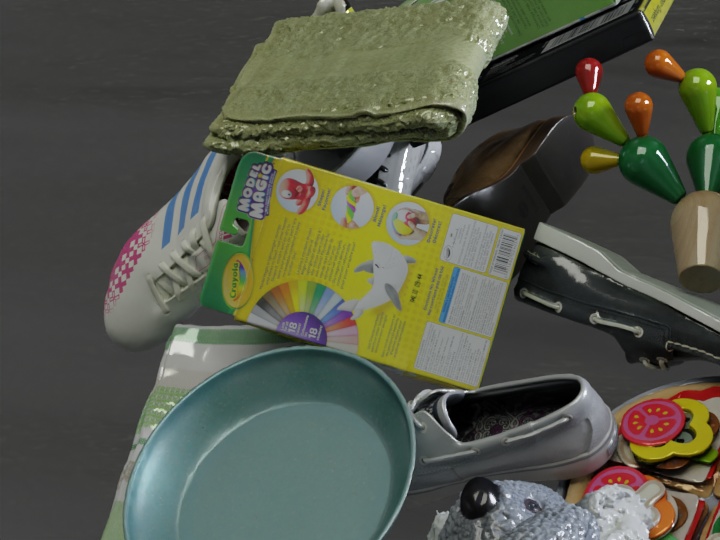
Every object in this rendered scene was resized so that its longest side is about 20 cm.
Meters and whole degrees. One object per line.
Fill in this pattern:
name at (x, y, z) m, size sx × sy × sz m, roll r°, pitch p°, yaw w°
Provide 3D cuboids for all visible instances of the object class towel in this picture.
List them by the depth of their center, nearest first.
towel at (-0.090, 0.113, 1.344) m, size 0.148 × 0.031 × 0.201 m, roll -5°, pitch 44°, yaw 23°
towel at (-0.002, -0.132, 1.373) m, size 0.199 × 0.037 × 0.149 m, roll -5°, pitch 38°, yaw 24°

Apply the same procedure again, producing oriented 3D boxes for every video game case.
video game case at (0.140, -0.167, 1.471) m, size 0.199 × 0.026 × 0.181 m, roll -24°, pitch 15°, yaw 26°

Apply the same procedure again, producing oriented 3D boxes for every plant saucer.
plant saucer at (-0.053, 0.139, 1.257) m, size 0.199 × 0.036 × 0.201 m, roll -13°, pitch 49°, yaw 15°

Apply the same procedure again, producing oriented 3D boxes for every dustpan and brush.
dustpan and brush at (-0.002, -0.103, 1.418) m, size 0.199 × 0.057 × 0.140 m, roll 13°, pitch 74°, yaw 42°

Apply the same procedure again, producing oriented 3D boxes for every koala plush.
koala plush at (0.082, 0.195, 1.148) m, size 0.176 × 0.185 × 0.200 m, roll -17°, pitch 21°, yaw 20°

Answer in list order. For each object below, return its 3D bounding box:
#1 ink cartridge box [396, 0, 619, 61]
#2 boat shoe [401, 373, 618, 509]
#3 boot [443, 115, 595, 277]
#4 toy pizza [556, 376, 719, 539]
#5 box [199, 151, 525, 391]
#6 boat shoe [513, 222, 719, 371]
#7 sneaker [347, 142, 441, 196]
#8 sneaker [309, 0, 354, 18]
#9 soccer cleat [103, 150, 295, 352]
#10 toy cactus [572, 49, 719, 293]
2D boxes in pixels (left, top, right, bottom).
ink cartridge box at (0.108, -0.200, 1.475) m, size 0.199 × 0.060 × 0.104 m, roll -22°, pitch 14°, yaw 31°
boat shoe at (0.063, 0.105, 1.276) m, size 0.199 × 0.069 × 0.072 m, roll -6°, pitch 44°, yaw 26°
boot at (0.086, -0.040, 1.440) m, size 0.075 × 0.074 × 0.200 m, roll 5°, pitch 40°, yaw 48°
toy pizza at (0.218, 0.136, 1.232) m, size 0.199 × 0.032 × 0.201 m, roll -9°, pitch 44°, yaw 9°
box at (0.000, 0.000, 1.341) m, size 0.199 × 0.048 × 0.118 m, roll 17°, pitch 89°, yaw 2°
boat shoe at (0.192, 0.034, 1.325) m, size 0.199 × 0.075 × 0.061 m, roll 29°, pitch 100°, yaw 34°
sneaker at (0.008, -0.064, 1.468) m, size 0.073 × 0.080 × 0.201 m, roll 0°, pitch 48°, yaw 16°
sneaker at (-0.060, -0.138, 1.565) m, size 0.075 × 0.077 × 0.201 m, roll 12°, pitch 52°, yaw 26°
soccer cleat at (-0.116, -0.019, 1.408) m, size 0.201 × 0.070 × 0.086 m, roll -54°, pitch 24°, yaw 9°
toy cactus at (0.228, -0.056, 1.351) m, size 0.199 × 0.102 × 0.166 m, roll 26°, pitch 51°, yaw -18°
